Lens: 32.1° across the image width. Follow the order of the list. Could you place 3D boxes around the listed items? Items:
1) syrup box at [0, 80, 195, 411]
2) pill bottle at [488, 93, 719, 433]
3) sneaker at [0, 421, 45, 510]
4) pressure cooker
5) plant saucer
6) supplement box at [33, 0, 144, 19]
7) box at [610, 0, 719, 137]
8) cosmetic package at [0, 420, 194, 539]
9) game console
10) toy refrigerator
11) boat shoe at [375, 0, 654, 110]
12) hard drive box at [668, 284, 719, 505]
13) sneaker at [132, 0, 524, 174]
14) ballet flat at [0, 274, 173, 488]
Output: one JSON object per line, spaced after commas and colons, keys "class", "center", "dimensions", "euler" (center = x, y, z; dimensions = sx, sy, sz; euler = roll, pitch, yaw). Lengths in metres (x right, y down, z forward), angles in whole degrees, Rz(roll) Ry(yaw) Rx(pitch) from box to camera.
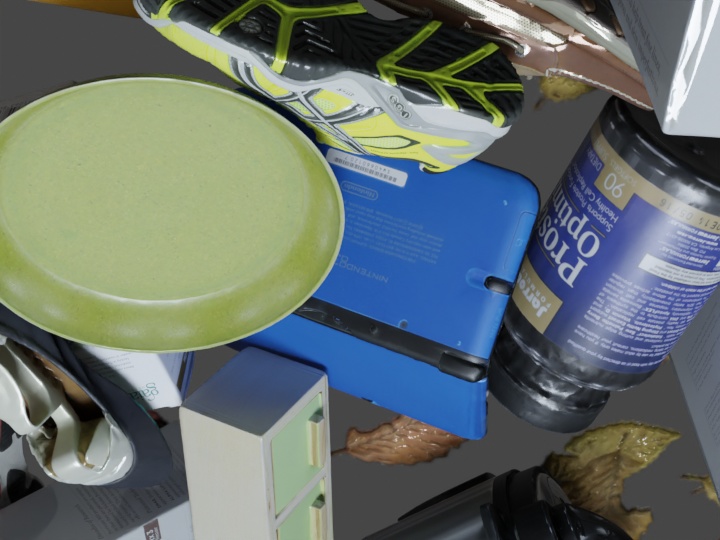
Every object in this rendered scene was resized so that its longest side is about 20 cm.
{"class": "syrup box", "center": [-0.174, -0.004, 0.760], "dimensions": [0.079, 0.081, 0.200], "euler": [-13, 127, 11]}
{"class": "pill bottle", "center": [0.152, 0.000, 0.752], "dimensions": [0.112, 0.112, 0.200], "euler": [18, 123, -14]}
{"class": "sneaker", "center": [-0.278, 0.118, 0.853], "dimensions": [0.083, 0.081, 0.200], "euler": [11, 120, 28]}
{"class": "pressure cooker", "center": [0.106, 0.237, 0.881], "dimensions": [0.200, 0.176, 0.179], "euler": [-28, 89, 15]}
{"class": "plant saucer", "center": [-0.109, -0.031, 0.660], "dimensions": [0.200, 0.031, 0.200], "euler": [-4, 137, -4]}
{"class": "supplement box", "center": [-0.109, -0.172, 0.648], "dimensions": [0.200, 0.069, 0.067], "euler": [6, 128, -9]}
{"class": "box", "center": [0.199, -0.188, 0.561], "dimensions": [0.131, 0.199, 0.200], "euler": [4, 127, -4]}
{"class": "cosmetic package", "center": [-0.185, 0.203, 0.855], "dimensions": [0.200, 0.081, 0.113], "euler": [-28, 133, -27]}
{"class": "game console", "center": [0.000, 0.000, 0.763], "dimensions": [0.200, 0.118, 0.171], "euler": [19, 96, 14]}
{"class": "toy refrigerator", "center": [-0.061, 0.158, 0.823], "dimensions": [0.070, 0.076, 0.200], "euler": [16, 125, 27]}
{"class": "boat shoe", "center": [0.081, -0.140, 0.677], "dimensions": [0.200, 0.076, 0.072], "euler": [30, 125, -10]}
{"class": "hard drive box", "center": [0.257, 0.042, 0.731], "dimensions": [0.077, 0.200, 0.156], "euler": [11, 126, -10]}
{"class": "sneaker", "center": [-0.021, -0.096, 0.627], "dimensions": [0.200, 0.075, 0.076], "euler": [21, 141, -12]}
{"class": "ballet flat", "center": [-0.181, 0.081, 0.731], "dimensions": [0.073, 0.073, 0.200], "euler": [-23, 123, 15]}
